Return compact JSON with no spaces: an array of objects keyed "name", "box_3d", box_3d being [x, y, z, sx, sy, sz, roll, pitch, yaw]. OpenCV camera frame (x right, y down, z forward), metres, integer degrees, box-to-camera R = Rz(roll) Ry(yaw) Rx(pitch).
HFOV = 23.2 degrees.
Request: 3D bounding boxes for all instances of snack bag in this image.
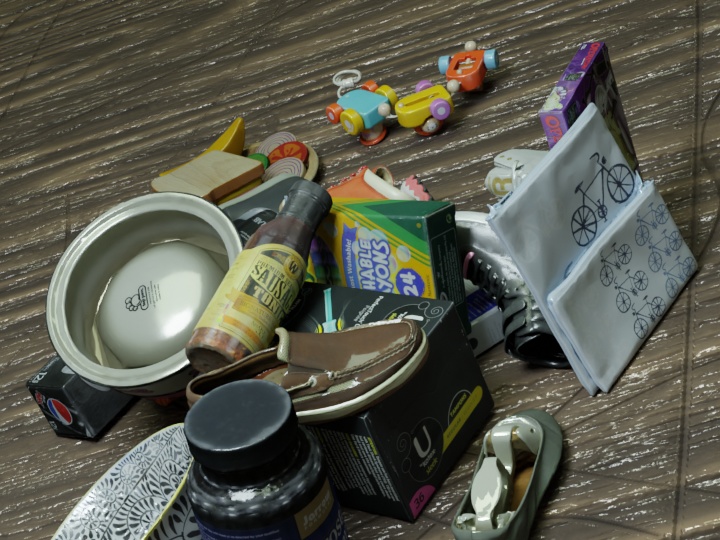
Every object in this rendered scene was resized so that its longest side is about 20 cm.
[{"name":"snack bag","box_3d":[0.208,-0.024,1.536,0.021,0.200,0.189,-8,30,49]}]

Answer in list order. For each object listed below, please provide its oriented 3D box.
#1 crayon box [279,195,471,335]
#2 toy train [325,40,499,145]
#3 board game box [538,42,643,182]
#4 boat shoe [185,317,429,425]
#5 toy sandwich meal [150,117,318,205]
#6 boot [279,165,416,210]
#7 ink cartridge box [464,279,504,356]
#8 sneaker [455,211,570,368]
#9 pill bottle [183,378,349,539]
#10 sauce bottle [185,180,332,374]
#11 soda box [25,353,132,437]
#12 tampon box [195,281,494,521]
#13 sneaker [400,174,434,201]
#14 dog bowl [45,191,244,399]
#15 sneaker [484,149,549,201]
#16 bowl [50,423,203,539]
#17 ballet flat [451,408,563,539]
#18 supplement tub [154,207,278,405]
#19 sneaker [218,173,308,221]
[{"name":"crayon box","box_3d":[0.000,0.000,1.614,0.199,0.126,0.052,4,21,38]},{"name":"toy train","box_3d":[0.062,-0.200,2.036,0.199,0.056,0.150,-8,33,18]},{"name":"board game box","box_3d":[0.221,-0.096,1.628,0.032,0.200,0.120,4,40,34]},{"name":"boat shoe","box_3d":[-0.045,0.081,1.408,0.202,0.075,0.075,-25,34,2]},{"name":"toy sandwich meal","box_3d":[-0.147,-0.109,2.008,0.204,0.070,0.205,-16,32,10]},{"name":"boot","box_3d":[-0.009,-0.061,1.752,0.108,0.075,0.200,-63,33,5]},{"name":"ink cartridge box","box_3d":[0.107,0.033,1.660,0.200,0.039,0.099,-29,32,-14]},{"name":"sneaker","box_3d":[0.131,0.019,1.578,0.199,0.071,0.099,23,56,13]},{"name":"pill bottle","box_3d":[-0.072,0.189,1.368,0.111,0.201,0.112,-10,34,7]},{"name":"sauce bottle","box_3d":[-0.083,0.006,1.524,0.066,0.066,0.200,2,52,35]},{"name":"soda box","box_3d":[-0.243,0.079,1.777,0.063,0.071,0.200,1,37,42]},{"name":"tampon box","box_3d":[-0.014,0.110,1.532,0.199,0.127,0.150,7,44,38]},{"name":"sneaker","box_3d":[0.051,-0.029,1.765,0.087,0.074,0.200,-36,17,4]},{"name":"dog bowl","box_3d":[-0.185,0.030,1.618,0.199,0.074,0.201,-9,60,16]},{"name":"sneaker","box_3d":[0.169,-0.073,1.720,0.115,0.074,0.200,1,16,28]},{"name":"bowl","box_3d":[-0.174,0.232,1.453,0.201,0.094,0.201,-40,19,17]},{"name":"ballet flat","box_3d":[0.121,0.163,1.426,0.067,0.064,0.200,-7,34,24]},{"name":"supplement tub","box_3d":[-0.142,0.038,1.731,0.200,0.123,0.122,-36,34,-22]},{"name":"sneaker","box_3d":[-0.101,-0.036,1.863,0.106,0.075,0.200,16,47,45]}]
